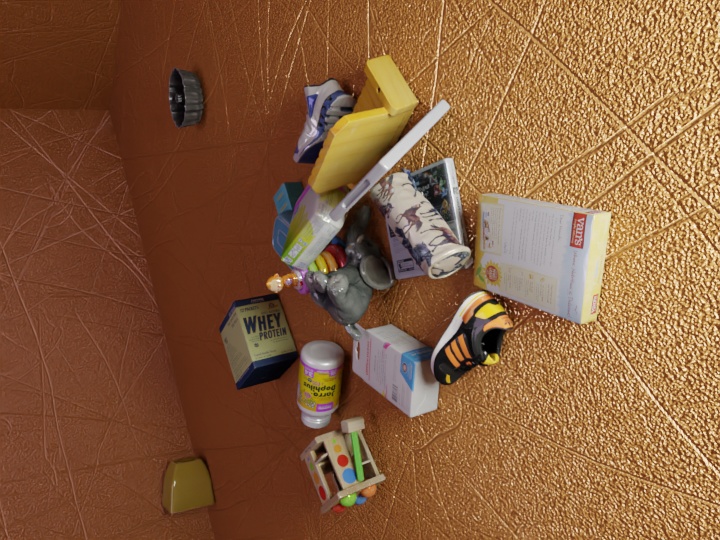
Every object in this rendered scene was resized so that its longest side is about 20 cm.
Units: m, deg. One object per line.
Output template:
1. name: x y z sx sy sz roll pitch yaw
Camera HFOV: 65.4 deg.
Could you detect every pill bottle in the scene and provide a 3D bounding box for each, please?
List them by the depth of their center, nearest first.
1. pill bottle: -0.098 0.276 1.343 0.104 0.104 0.201 38 129 48

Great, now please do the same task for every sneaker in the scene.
1. sneaker: 0.177 0.131 0.898 0.090 0.070 0.201 54 138 40
2. sneaker: -0.084 -0.329 1.199 0.200 0.080 0.116 -51 52 42

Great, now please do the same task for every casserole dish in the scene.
1. casserole dish: -0.158 -0.062 1.319 0.200 0.039 0.122 43 131 42

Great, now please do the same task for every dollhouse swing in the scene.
1. dollhouse swing: -0.027 -0.262 1.018 0.182 0.175 0.200 65 145 26

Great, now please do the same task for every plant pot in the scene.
1. plant pot: -0.791 0.961 2.555 0.194 0.194 0.201 -15 79 58

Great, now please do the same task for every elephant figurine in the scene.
1. elephant figurine: 0.000 0.000 1.113 0.141 0.200 0.156 30 148 33

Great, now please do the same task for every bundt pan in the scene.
1. bundt pan: -0.598 -0.594 1.939 0.202 0.075 0.203 23 118 54

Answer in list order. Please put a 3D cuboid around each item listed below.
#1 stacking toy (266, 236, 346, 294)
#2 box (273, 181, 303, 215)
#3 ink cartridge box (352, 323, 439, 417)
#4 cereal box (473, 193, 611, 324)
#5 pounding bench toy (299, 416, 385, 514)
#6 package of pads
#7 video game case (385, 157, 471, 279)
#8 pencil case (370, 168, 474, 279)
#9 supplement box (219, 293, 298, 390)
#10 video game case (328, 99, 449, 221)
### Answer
1. stacking toy: -0.106 0.009 1.193 0.110 0.199 0.117 43 137 45
2. box: -0.156 -0.111 1.386 0.082 0.049 0.201 -38 65 55
3. ink cartridge box: 0.065 0.181 1.091 0.200 0.068 0.116 28 120 52
4. cereal box: 0.242 -0.024 0.782 0.200 0.039 0.145 24 118 53
5. pounding bench toy: -0.026 0.434 1.250 0.157 0.124 0.200 63 144 26
6. package of pads: -0.088 -0.117 1.156 0.155 0.068 0.201 -46 25 38
7. video game case: 0.110 -0.084 0.995 0.200 0.023 0.183 -12 89 59
8. pencil case: 0.099 -0.075 0.913 0.200 0.089 0.078 57 151 29
9. supplement box: -0.297 0.205 1.613 0.200 0.134 0.201 -48 58 51
10. video game case: 0.045 -0.180 0.926 0.022 0.200 0.182 45 145 -5
